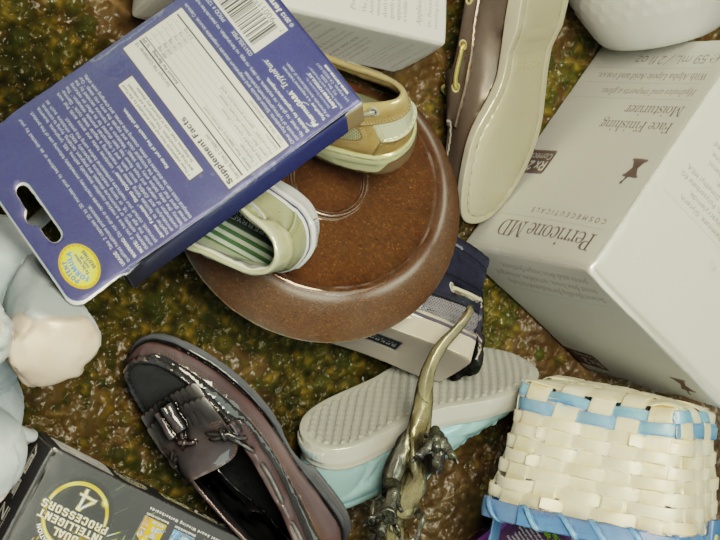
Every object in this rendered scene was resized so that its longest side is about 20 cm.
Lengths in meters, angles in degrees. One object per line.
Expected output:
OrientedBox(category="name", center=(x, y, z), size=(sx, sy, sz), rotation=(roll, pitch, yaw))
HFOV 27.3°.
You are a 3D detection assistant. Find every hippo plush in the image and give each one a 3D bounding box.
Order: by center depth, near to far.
OrientedBox(category="hippo plush", center=(-0.249, 0.050, 0.864), size=(0.158, 0.200, 0.162), rotation=(12, 116, -23))

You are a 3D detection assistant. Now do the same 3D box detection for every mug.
OrientedBox(category="mug", center=(0.212, -0.262, 1.062), size=(0.200, 0.146, 0.177), rotation=(-37, 120, -51))

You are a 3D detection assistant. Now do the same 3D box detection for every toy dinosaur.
OrientedBox(category="toy dinosaur", center=(0.036, 0.126, 0.974), size=(0.047, 0.088, 0.202), rotation=(16, 108, 1))

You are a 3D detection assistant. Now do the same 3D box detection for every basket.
OrientedBox(category="basket", center=(0.171, 0.182, 1.037), size=(0.139, 0.175, 0.202), rotation=(18, 84, -61))

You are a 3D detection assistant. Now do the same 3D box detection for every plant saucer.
OrientedBox(category="plant saucer", center=(-0.025, -0.054, 0.968), size=(0.198, 0.035, 0.202), rotation=(5, 71, -13))

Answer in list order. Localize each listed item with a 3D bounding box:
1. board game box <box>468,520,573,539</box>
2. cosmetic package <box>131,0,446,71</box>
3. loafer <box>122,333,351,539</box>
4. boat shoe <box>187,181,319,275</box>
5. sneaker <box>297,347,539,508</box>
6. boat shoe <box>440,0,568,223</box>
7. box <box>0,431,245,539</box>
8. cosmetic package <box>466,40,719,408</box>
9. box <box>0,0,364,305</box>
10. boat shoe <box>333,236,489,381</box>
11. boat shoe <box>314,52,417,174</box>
OrientedBox(category="board game box", center=(0.155, 0.273, 1.118), size=(0.120, 0.032, 0.201), rotation=(-34, 88, -16))
OrientedBox(category="cosmetic package", center=(-0.042, -0.200, 0.956), size=(0.198, 0.074, 0.103), rotation=(9, 77, -26))
OrientedBox(category="loafer", center=(-0.084, 0.127, 0.972), size=(0.200, 0.072, 0.063), rotation=(48, 37, -15))
OrientedBox(category="boat shoe", center=(-0.118, -0.056, 0.896), size=(0.198, 0.062, 0.073), rotation=(23, 105, 12))
OrientedBox(category="sneaker", center=(0.040, 0.115, 1.065), size=(0.198, 0.074, 0.083), rotation=(-16, 128, -26))
OrientedBox(category="boat shoe", center=(0.092, -0.135, 1.049), size=(0.071, 0.059, 0.202), rotation=(-9, 119, -45))
OrientedBox(category="box", center=(-0.164, 0.221, 0.976), size=(0.199, 0.049, 0.162), rotation=(33, 84, -28))
OrientedBox(category="cosmetic package", center=(0.219, -0.038, 1.072), size=(0.165, 0.164, 0.201), rotation=(42, 77, -25))
OrientedBox(category="box", center=(-0.112, -0.078, 0.849), size=(0.199, 0.032, 0.121), rotation=(-36, 76, -9))
OrientedBox(category="boat shoe", center=(0.000, 0.000, 1.027), size=(0.199, 0.075, 0.094), rotation=(25, 59, -19))
OrientedBox(category="boat shoe", center=(-0.060, -0.120, 0.916), size=(0.198, 0.076, 0.072), rotation=(11, 64, 9))
